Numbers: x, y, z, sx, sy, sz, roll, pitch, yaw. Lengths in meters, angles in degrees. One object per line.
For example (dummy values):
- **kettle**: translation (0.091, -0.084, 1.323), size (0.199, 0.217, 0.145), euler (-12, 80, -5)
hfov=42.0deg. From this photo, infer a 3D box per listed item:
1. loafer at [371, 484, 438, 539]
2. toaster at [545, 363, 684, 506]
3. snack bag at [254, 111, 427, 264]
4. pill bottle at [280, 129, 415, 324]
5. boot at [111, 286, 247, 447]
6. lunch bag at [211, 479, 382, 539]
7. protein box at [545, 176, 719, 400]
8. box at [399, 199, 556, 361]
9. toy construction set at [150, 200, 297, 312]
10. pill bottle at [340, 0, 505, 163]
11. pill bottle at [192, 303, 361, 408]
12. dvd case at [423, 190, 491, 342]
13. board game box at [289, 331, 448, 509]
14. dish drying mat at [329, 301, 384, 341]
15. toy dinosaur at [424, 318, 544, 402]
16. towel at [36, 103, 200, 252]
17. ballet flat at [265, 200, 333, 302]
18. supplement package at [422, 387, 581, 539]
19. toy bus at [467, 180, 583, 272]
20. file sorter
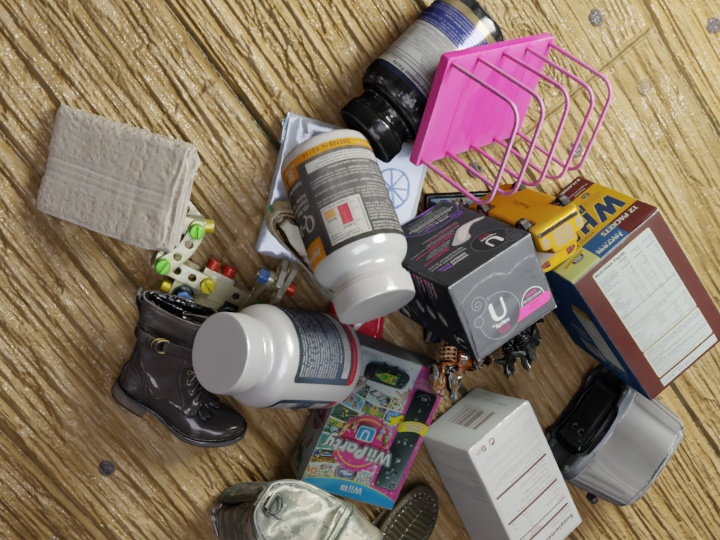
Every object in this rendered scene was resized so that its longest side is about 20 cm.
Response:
- **loafer**: translation (0.032, 0.380, 1.300), size (0.076, 0.067, 0.201), euler (44, 76, -20)
- **toaster**: translation (0.355, 0.225, 1.302), size (0.128, 0.114, 0.201), euler (33, 93, -20)
- **snack bag**: translation (-0.025, -0.084, 1.189), size (0.196, 0.021, 0.192), euler (13, 99, -8)
- **pill bottle**: translation (-0.013, -0.049, 1.083), size (0.114, 0.117, 0.203), euler (-17, 72, -6)
- **boot**: translation (-0.207, 0.121, 1.160), size (0.197, 0.070, 0.175), euler (23, 121, -13)
- **lunch bag**: translation (-0.094, 0.338, 1.194), size (0.168, 0.200, 0.140), euler (44, 64, -8)
- **protein box**: translation (0.320, 0.017, 1.190), size (0.134, 0.199, 0.201), euler (-39, 112, -2)
- **box**: translation (0.119, 0.006, 1.123), size (0.121, 0.200, 0.107), euler (-32, 115, -14)
- **toy construction set**: translation (-0.176, -0.005, 1.162), size (0.198, 0.092, 0.133), euler (28, 98, -5)
- **pill bottle**: translation (0.073, -0.230, 1.130), size (0.200, 0.112, 0.112), euler (-46, 107, -5)
- **pill bottle**: translation (-0.099, 0.103, 1.119), size (0.199, 0.119, 0.121), euler (13, 103, -54)
- **dvd case**: translation (0.153, -0.005, 1.257), size (0.140, 0.018, 0.204), euler (-3, 104, -10)
- **board game box**: translation (0.013, 0.199, 1.243), size (0.146, 0.064, 0.203), euler (20, 100, -24)
- **dish drying mat**: translation (0.000, 0.000, 1.228), size (0.075, 0.018, 0.204), euler (2, 102, -10)
- **toy dinosaur**: translation (0.159, 0.076, 1.214), size (0.134, 0.102, 0.203), euler (26, 96, -3)
- **towel**: translation (-0.286, -0.107, 1.102), size (0.197, 0.034, 0.135), euler (19, 99, 17)
- **ballet flat**: translation (-0.042, -0.007, 1.159), size (0.199, 0.062, 0.068), euler (40, 95, -11)
- **supplement package**: translation (0.189, 0.279, 1.263), size (0.117, 0.116, 0.202), euler (-34, 109, -25)
- **toy bus**: translation (0.198, -0.054, 1.135), size (0.064, 0.200, 0.079), euler (-30, 111, -9)
- **file sorter**: translation (0.182, -0.175, 1.100), size (0.198, 0.125, 0.141), euler (-21, 140, -40)
